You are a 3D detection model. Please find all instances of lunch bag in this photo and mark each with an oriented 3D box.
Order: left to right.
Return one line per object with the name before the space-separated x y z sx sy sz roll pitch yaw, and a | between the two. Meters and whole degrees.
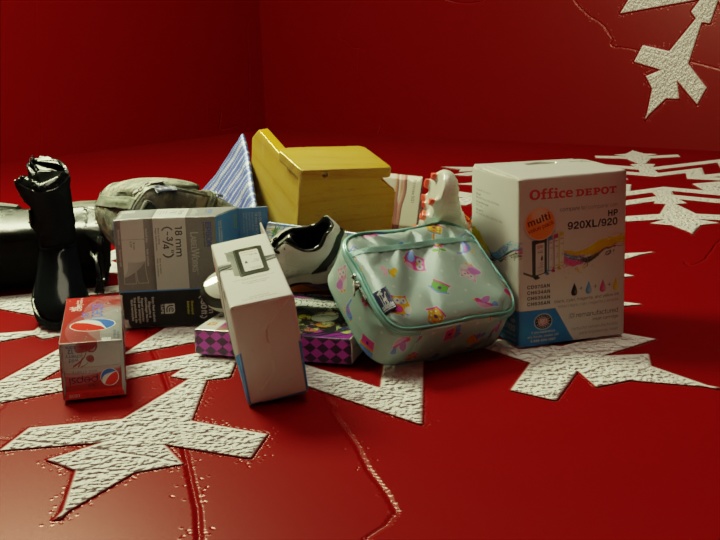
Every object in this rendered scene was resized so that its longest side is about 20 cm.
lunch bag | -0.284 -0.066 1.442 0.167 0.141 0.199 26 -8 -32
lunch bag | 0.066 0.020 1.145 0.198 0.077 0.161 -6 53 -32

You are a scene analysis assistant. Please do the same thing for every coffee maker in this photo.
coffee maker | -0.486 -0.039 1.514 0.197 0.137 0.192 -4 15 -9

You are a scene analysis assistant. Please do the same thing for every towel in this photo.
towel | -0.202 -0.090 1.508 0.024 0.145 0.202 15 44 -31

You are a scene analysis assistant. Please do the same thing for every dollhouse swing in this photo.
dollhouse swing | -0.061 -0.102 1.466 0.179 0.202 0.177 -4 35 -13

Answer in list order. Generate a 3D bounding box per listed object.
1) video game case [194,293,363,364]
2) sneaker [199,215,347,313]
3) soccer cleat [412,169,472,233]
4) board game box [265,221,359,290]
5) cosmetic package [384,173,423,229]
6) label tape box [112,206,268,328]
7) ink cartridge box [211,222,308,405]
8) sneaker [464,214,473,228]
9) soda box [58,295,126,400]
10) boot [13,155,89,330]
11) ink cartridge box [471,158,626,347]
video game case | -0.076 0.067 1.222 0.197 0.036 0.181 2 15 18
sneaker | -0.105 -0.013 1.204 0.198 0.080 0.074 -21 51 2
soccer cleat | 0.109 -0.063 1.261 0.076 0.070 0.201 8 -27 -2
board game box | 0.000 0.000 1.310 0.199 0.062 0.199 26 -14 -39
cosmetic package | 0.006 -0.111 1.724 0.197 0.105 0.087 5 -21 5
label tape box | -0.217 -0.006 1.311 0.197 0.146 0.063 -3 13 -4
ink cartridge box | -0.113 0.039 1.074 0.067 0.117 0.200 -12 26 -10
sneaker | 0.159 -0.053 1.373 0.077 0.113 0.201 -11 44 -20
soda box | -0.300 0.083 1.124 0.069 0.064 0.200 -4 13 -13
boot | -0.412 -0.041 1.327 0.075 0.170 0.201 -9 38 -12
ink cartridge box | 0.228 -0.029 1.223 0.145 0.203 0.145 -6 13 -16
